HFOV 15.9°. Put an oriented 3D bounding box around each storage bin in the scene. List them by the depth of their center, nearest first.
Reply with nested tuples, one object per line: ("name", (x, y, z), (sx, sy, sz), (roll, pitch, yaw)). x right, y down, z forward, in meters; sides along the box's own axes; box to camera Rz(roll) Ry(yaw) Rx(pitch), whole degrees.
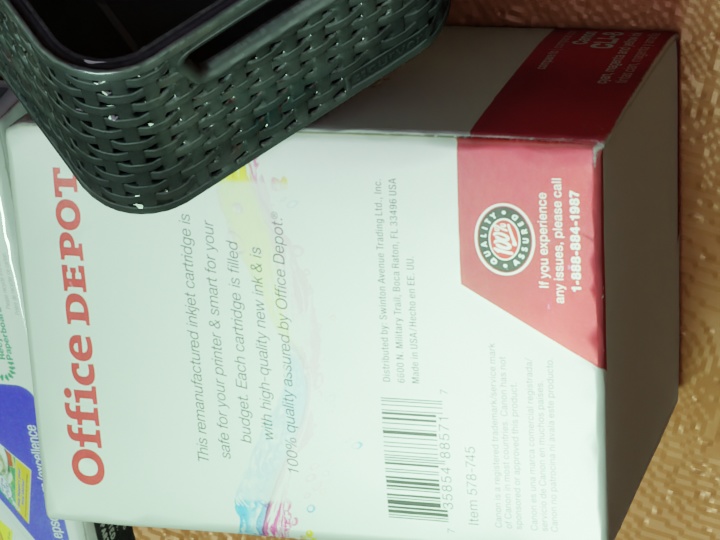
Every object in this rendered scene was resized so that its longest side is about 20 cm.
("storage bin", (-0.075, -0.136, 0.793), (0.135, 0.094, 0.200), (-33, 69, -12))

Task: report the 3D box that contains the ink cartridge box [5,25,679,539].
("ink cartridge box", (0.000, 0.000, 0.884), (0.199, 0.145, 0.146), (3, 111, 16))

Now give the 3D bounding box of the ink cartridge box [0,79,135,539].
("ink cartridge box", (-0.191, 0.023, 0.941), (0.199, 0.043, 0.199), (4, 122, 22))
